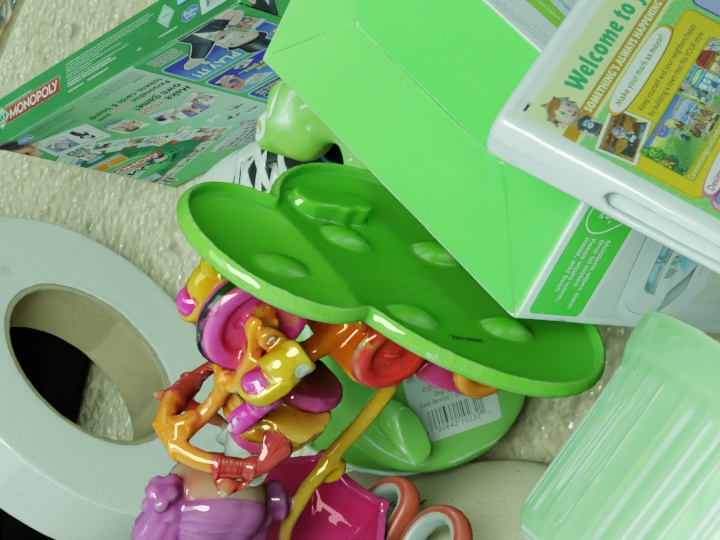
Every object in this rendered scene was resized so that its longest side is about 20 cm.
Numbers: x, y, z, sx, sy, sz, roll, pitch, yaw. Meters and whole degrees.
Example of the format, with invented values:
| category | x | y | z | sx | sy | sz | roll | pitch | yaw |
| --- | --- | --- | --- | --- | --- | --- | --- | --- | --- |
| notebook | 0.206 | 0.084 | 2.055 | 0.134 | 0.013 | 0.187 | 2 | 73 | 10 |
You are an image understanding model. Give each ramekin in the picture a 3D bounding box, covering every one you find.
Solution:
| category | x | y | z | sx | sy | sz | roll | pitch | yaw |
| --- | --- | --- | --- | --- | --- | --- | --- | --- | --- |
| ramekin | 0.154 | 0.116 | 0.747 | 0.098 | 0.200 | 0.200 | -50 | 49 | -2 |

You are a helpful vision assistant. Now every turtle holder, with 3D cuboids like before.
| category | x | y | z | sx | sy | sz | roll | pitch | yaw |
| --- | --- | --- | --- | --- | --- | --- | --- | --- | --- |
| turtle holder | -0.004 | 0.010 | 0.950 | 0.141 | 0.186 | 0.132 | -49 | 19 | -28 |

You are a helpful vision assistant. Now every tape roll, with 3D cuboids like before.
| category | x | y | z | sx | sy | sz | roll | pitch | yaw |
| --- | --- | --- | --- | --- | --- | --- | --- | --- | --- |
| tape roll | -0.154 | 0.058 | 1.066 | 0.037 | 0.203 | 0.203 | -46 | 55 | 29 |

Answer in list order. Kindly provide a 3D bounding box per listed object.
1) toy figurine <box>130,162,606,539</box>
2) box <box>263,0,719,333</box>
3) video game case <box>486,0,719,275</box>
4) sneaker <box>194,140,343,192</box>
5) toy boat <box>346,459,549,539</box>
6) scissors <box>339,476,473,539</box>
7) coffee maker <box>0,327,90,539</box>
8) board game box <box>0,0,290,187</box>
| category | x | y | z | sx | sy | sz | roll | pitch | yaw |
| --- | --- | --- | --- | --- | --- | --- | --- | --- | --- |
| toy figurine | -0.027 | 0.070 | 0.802 | 0.150 | 0.200 | 0.184 | 48 | 118 | 38 |
| box | 0.090 | -0.071 | 0.871 | 0.200 | 0.176 | 0.097 | 47 | 118 | 37 |
| video game case | 0.167 | -0.067 | 0.753 | 0.182 | 0.200 | 0.022 | 29 | 140 | 8 |
| sneaker | -0.027 | -0.058 | 1.051 | 0.200 | 0.072 | 0.072 | -18 | 61 | 39 |
| toy boat | 0.038 | 0.169 | 0.939 | 0.200 | 0.130 | 0.131 | -8 | 108 | 43 |
| scissors | -0.008 | 0.182 | 0.839 | 0.073 | 0.014 | 0.200 | 7 | 69 | 47 |
| coffee maker | -0.215 | 0.071 | 1.189 | 0.192 | 0.135 | 0.200 | 12 | 93 | 24 |
| board game box | -0.086 | -0.101 | 1.074 | 0.200 | 0.134 | 0.029 | -24 | 67 | 38 |
